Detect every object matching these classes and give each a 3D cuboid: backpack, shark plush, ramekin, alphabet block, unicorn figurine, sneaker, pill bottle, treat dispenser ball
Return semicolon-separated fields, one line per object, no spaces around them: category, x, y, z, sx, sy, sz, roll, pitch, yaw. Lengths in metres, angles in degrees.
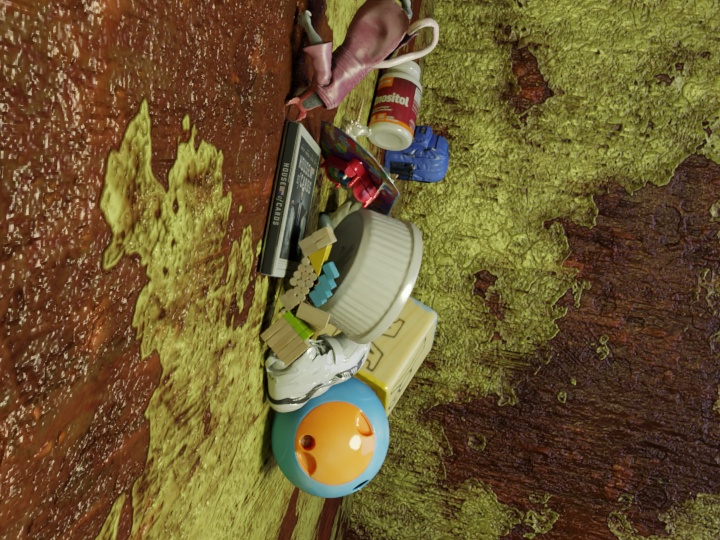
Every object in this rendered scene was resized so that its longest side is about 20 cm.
backpack;0.183;-0.369;1.979;0.169;0.197;0.163;94;11;-45
shark plush;-0.040;-0.030;1.157;0.091;0.082;0.203;37;63;-82
ramekin;0.000;0.000;0.948;0.203;0.094;0.204;-49;-155;33
alphabet block;0.030;0.159;1.332;0.201;0.195;0.196;-52;160;-24
unicorn figurine;0.007;-0.205;1.216;0.074;0.137;0.200;-50;176;-40
sneaker;-0.065;0.128;0.969;0.199;0.075;0.116;-32;140;-25
pill bottle;0.087;-0.405;1.517;0.113;0.112;0.202;78;23;-72
treat dispenser ball;-0.051;0.273;1.045;0.201;0.198;0.204;11;90;-83

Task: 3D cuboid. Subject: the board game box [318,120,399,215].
board game box;-0.019;-0.140;0.956;0.039;0.158;0.200;-46;178;-11

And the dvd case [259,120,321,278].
dvd case;-0.095;-0.090;0.874;0.150;0.024;0.203;16;85;-83

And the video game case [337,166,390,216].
video game case;0.003;-0.091;1.191;0.200;0.019;0.145;145;-52;-60

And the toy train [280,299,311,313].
toy train;-0.056;0.073;1.054;0.200;0.114;0.086;-26;126;-81

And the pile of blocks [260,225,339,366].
pile of blocks;-0.068;0.034;0.878;0.202;0.081;0.062;-67;171;12

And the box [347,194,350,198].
box;-0.013;-0.072;1.394;0.070;0.063;0.202;74;26;-75

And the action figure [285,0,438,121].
action figure;-0.011;-0.261;0.805;0.200;0.149;0.134;-47;161;0
